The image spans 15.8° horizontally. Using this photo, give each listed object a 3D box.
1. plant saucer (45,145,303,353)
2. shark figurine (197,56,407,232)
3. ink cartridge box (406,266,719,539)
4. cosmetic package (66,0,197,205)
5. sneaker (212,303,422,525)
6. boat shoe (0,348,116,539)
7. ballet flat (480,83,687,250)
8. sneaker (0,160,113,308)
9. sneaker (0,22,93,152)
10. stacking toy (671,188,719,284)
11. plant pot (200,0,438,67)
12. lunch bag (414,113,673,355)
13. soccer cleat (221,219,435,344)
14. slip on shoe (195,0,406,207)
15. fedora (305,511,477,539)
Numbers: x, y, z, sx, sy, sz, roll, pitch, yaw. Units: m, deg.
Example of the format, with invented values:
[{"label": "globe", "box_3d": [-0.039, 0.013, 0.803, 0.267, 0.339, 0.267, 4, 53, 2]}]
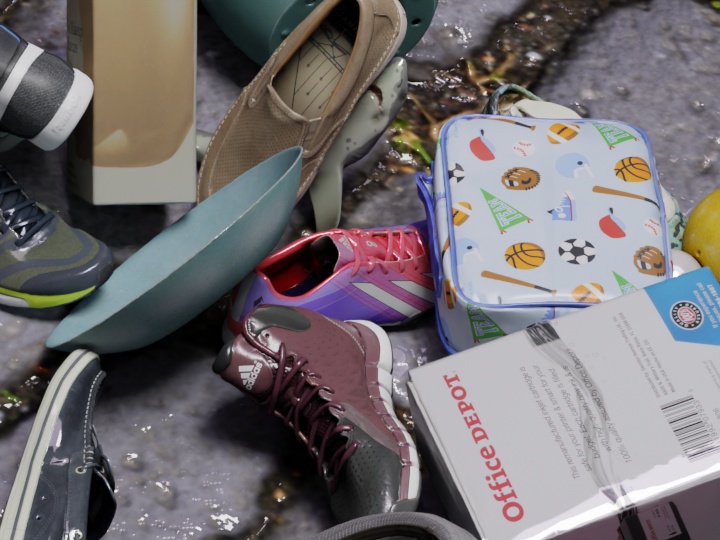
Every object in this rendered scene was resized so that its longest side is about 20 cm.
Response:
[{"label": "plant saucer", "box_3d": [-0.105, -0.002, 1.609, 0.039, 0.201, 0.201, 52, 45, -9]}, {"label": "shark figurine", "box_3d": [-0.064, -0.093, 1.792, 0.214, 0.129, 0.089, 6, 12, 20]}, {"label": "ink cartridge box", "box_3d": [0.144, 0.102, 1.535, 0.199, 0.084, 0.145, -18, 51, -9]}, {"label": "cosmetic package", "box_3d": [-0.151, -0.147, 1.703, 0.071, 0.201, 0.105, -2, 8, -16]}, {"label": "sneaker", "box_3d": [-0.035, 0.090, 1.554, 0.115, 0.076, 0.200, 22, 28, -23]}, {"label": "boat shoe", "box_3d": [-0.171, 0.129, 1.503, 0.062, 0.075, 0.200, 17, 43, -6]}, {"label": "ballet flat", "box_3d": [0.160, -0.064, 1.800, 0.200, 0.074, 0.074, 33, 45, 22]}, {"label": "sneaker", "box_3d": [-0.245, -0.044, 1.668, 0.200, 0.081, 0.074, 26, 44, 16]}, {"label": "sneaker", "box_3d": [-0.248, -0.135, 1.688, 0.112, 0.200, 0.073, 35, 80, -21]}, {"label": "stacking toy", "box_3d": [0.266, -0.016, 1.746, 0.200, 0.146, 0.146, -28, 53, -17]}, {"label": "plant pot", "box_3d": [-0.032, -0.229, 1.853, 0.200, 0.201, 0.161, -8, 55, -21]}, {"label": "lunch bag", "box_3d": [0.116, -0.020, 1.675, 0.160, 0.076, 0.200, 0, 43, -3]}, {"label": "soccer cleat", "box_3d": [0.000, 0.000, 1.684, 0.200, 0.073, 0.068, -21, 51, -32]}, {"label": "slip on shoe", "box_3d": [-0.045, -0.103, 1.702, 0.076, 0.200, 0.061, 43, 12, 12]}, {"label": "fedora", "box_3d": [-0.011, 0.219, 1.401, 0.200, 0.090, 0.177, -37, 25, -20]}]
